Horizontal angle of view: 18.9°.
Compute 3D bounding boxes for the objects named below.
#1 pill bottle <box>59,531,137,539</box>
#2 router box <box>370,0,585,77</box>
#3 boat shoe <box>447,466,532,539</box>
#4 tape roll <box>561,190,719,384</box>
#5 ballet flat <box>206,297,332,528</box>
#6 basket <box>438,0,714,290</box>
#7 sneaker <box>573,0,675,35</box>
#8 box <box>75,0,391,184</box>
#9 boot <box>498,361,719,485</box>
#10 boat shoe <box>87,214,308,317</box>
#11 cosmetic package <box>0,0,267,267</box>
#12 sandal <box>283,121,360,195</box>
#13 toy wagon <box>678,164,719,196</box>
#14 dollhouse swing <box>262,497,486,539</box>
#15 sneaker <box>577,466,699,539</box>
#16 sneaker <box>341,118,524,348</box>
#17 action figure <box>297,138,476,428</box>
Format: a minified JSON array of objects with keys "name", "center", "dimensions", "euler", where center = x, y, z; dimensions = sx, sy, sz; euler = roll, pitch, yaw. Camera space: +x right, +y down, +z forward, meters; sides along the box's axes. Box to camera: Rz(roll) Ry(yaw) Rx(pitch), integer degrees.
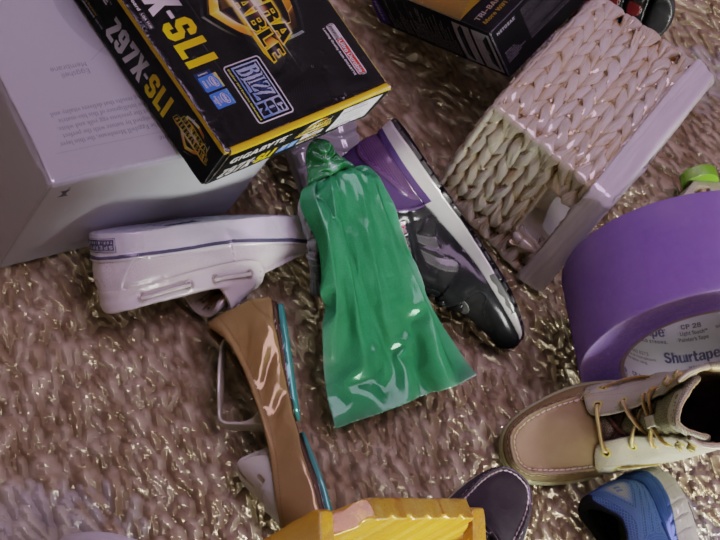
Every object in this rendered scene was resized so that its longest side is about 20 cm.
[{"name":"pill bottle","center":[-0.173,0.268,1.300],"dimensions":[0.113,0.113,0.200],"euler":[29,51,-10]},{"name":"router box","center":[0.123,-0.259,1.740],"dimensions":[0.200,0.052,0.157],"euler":[-46,45,-17]},{"name":"boat shoe","center":[0.072,0.205,1.506],"dimensions":[0.072,0.065,0.200],"euler":[43,50,2]},{"name":"tape roll","center":[0.256,0.027,1.634],"dimensions":[0.199,0.200,0.085],"euler":[7,56,-25]},{"name":"ballet flat","center":[-0.064,0.116,1.500],"dimensions":[0.063,0.069,0.201],"euler":[-13,65,-5]},{"name":"basket","center":[0.168,-0.107,1.718],"dimensions":[0.123,0.136,0.200],"euler":[40,50,5]},{"name":"sneaker","center":[0.178,-0.264,1.866],"dimensions":[0.200,0.071,0.098],"euler":[21,33,-1]},{"name":"box","center":[-0.097,-0.172,1.509],"dimensions":[0.159,0.049,0.200],"euler":[-26,76,-37]},{"name":"boot","center":[0.205,0.108,1.554],"dimensions":[0.199,0.155,0.072],"euler":[-11,86,-6]},{"name":"boat shoe","center":[-0.107,-0.002,1.546],"dimensions":[0.200,0.071,0.070],"euler":[-9,98,-45]},{"name":"cosmetic package","center":[-0.194,-0.131,1.537],"dimensions":[0.199,0.123,0.200],"euler":[-15,68,-36]},{"name":"sandal","center":[-0.044,-0.120,1.662],"dimensions":[0.082,0.050,0.203],"euler":[-3,77,-34]},{"name":"toy wagon","center":[0.346,-0.009,1.813],"dimensions":[0.199,0.040,0.156],"euler":[5,59,-27]},{"name":"dollhouse swing","center":[-0.001,0.258,1.324],"dimensions":[0.200,0.181,0.176],"euler":[12,51,-58]},{"name":"sneaker","center":[0.215,0.241,1.565],"dimensions":[0.089,0.079,0.200],"euler":[-11,58,-26]},{"name":"sneaker","center":[0.045,-0.012,1.633],"dimensions":[0.200,0.087,0.076],"euler":[55,4,-16]},{"name":"action figure","center":[0.000,0.000,1.561],"dimensions":[0.118,0.055,0.201],"euler":[-19,95,-27]}]
